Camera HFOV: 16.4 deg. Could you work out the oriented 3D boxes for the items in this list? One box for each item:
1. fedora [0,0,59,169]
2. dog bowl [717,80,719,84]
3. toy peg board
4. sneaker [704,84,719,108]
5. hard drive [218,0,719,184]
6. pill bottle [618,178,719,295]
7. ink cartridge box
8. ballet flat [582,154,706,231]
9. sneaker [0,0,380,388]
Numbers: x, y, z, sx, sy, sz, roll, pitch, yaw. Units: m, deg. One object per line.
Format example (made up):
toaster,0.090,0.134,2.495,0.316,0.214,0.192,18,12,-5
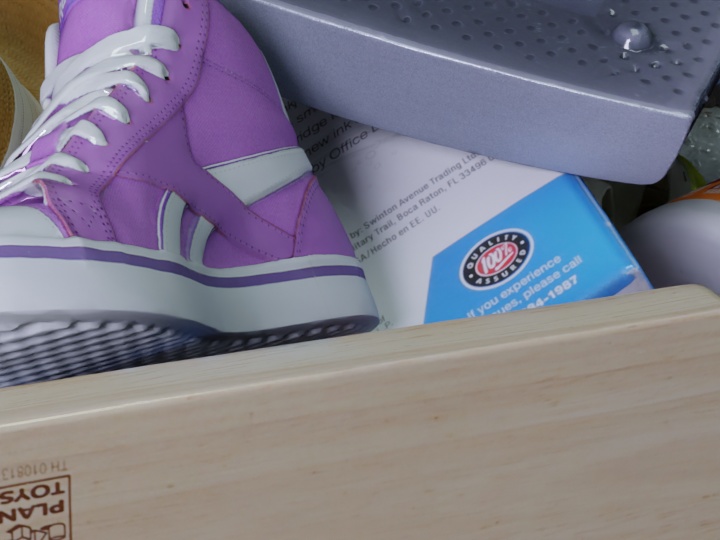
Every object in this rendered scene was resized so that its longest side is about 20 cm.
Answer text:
fedora,-0.162,-0.031,0.693,0.199,0.082,0.202,-6,56,9
dog bowl,0.088,-0.128,0.879,0.111,0.050,0.200,-13,36,-14
toy peg board,-0.022,0.096,0.619,0.199,0.201,0.098,-8,24,-24
sneaker,0.144,-0.076,0.919,0.199,0.082,0.075,-9,45,33
hard drive,0.019,-0.092,0.745,0.199,0.043,0.135,18,40,14
pill bottle,0.180,0.005,0.846,0.199,0.115,0.114,-23,48,-38
ink cartridge box,0.000,0.000,0.777,0.146,0.084,0.200,-33,43,5
ballet flat,0.083,-0.013,0.884,0.066,0.067,0.200,22,38,17
sneaker,-0.073,-0.025,0.624,0.200,0.072,0.115,-1,71,-67
